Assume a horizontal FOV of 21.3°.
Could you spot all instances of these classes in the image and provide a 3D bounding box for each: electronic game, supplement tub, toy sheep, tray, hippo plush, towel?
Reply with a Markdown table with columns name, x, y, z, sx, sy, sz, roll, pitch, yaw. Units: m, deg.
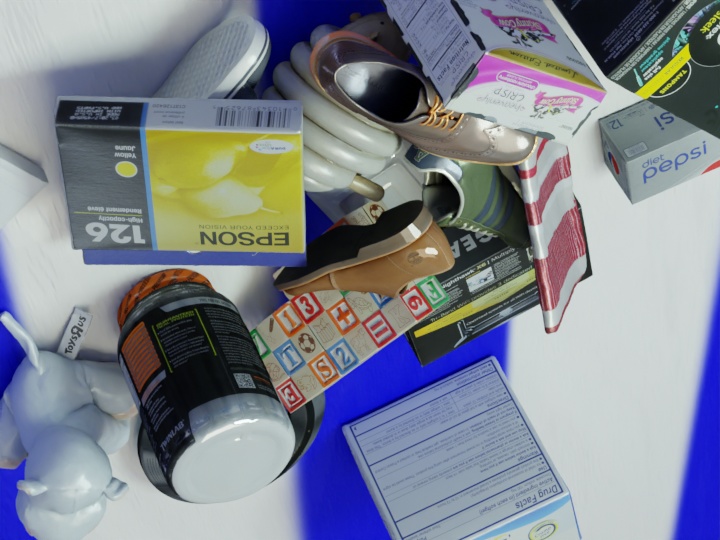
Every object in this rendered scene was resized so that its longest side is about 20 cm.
| name | x | y | z | sx | sy | sz | roll | pitch | yaw |
| --- | --- | --- | --- | --- | --- | --- | --- | --- | --- |
| electronic game | -0.128 | 0.156 | 1.922 | 0.200 | 0.042 | 0.200 | -16 | 132 | -18 |
| supplement tub | -0.146 | 0.101 | 1.726 | 0.122 | 0.200 | 0.123 | -16 | 140 | -14 |
| toy sheep | -0.020 | -0.130 | 1.603 | 0.138 | 0.138 | 0.200 | 22 | 104 | -43 |
| tray | 0.038 | -0.050 | 1.808 | 0.107 | 0.022 | 0.200 | -33 | 141 | 9 |
| hippo plush | -0.257 | 0.160 | 1.759 | 0.159 | 0.161 | 0.200 | -2 | 135 | -28 |
| towel | 0.166 | -0.063 | 1.666 | 0.023 | 0.144 | 0.200 | -4 | 111 | 18 |

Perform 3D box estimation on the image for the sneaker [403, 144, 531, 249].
| name | x | y | z | sx | sy | sz | roll | pitch | yaw |
| --- | --- | --- | --- | --- | --- | --- | --- | --- | --- |
| sneaker | 0.091 | -0.067 | 1.644 | 0.090 | 0.067 | 0.200 | -41 | 142 | -10 |

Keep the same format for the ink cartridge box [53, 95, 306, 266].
| name | x | y | z | sx | sy | sz | roll | pitch | yaw |
| --- | --- | --- | --- | --- | --- | --- | --- | --- | --- |
| ink cartridge box | -0.143 | -0.058 | 1.568 | 0.197 | 0.047 | 0.200 | 0 | 136 | 1 |

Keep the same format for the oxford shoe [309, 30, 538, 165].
| name | x | y | z | sx | sy | sz | roll | pitch | yaw |
| --- | --- | --- | --- | --- | --- | --- | --- | --- | --- |
| oxford shoe | 0.055 | -0.124 | 1.513 | 0.200 | 0.073 | 0.071 | 19 | 105 | -17 |

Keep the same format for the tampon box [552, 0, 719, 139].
| name | x | y | z | sx | sy | sz | roll | pitch | yaw |
| --- | --- | --- | --- | --- | --- | --- | --- | --- | --- |
| tampon box | 0.297 | -0.226 | 1.678 | 0.200 | 0.126 | 0.150 | 19 | 123 | -42 |

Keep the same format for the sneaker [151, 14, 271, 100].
| name | x | y | z | sx | sy | sz | roll | pitch | yaw |
| --- | --- | --- | --- | --- | --- | --- | --- | --- | --- |
| sneaker | -0.125 | -0.129 | 1.583 | 0.079 | 0.079 | 0.200 | 27 | 128 | -32 |

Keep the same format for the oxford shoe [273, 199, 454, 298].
| name | x | y | z | sx | sy | sz | roll | pitch | yaw |
| --- | --- | --- | --- | --- | --- | --- | --- | --- | --- |
| oxford shoe | 0.000 | 0.000 | 1.660 | 0.200 | 0.071 | 0.071 | -14 | 123 | 48 |

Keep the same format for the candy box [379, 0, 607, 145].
| name | x | y | z | sx | sy | sz | roll | pitch | yaw |
| --- | --- | --- | --- | --- | --- | --- | --- | --- | --- |
| candy box | 0.094 | -0.198 | 1.535 | 0.136 | 0.200 | 0.061 | 12 | 127 | -38 |

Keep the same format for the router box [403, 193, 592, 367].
| name | x | y | z | sx | sy | sz | roll | pitch | yaw |
| --- | --- | --- | --- | --- | --- | --- | --- | --- | --- |
| router box | 0.124 | 0.000 | 1.857 | 0.200 | 0.052 | 0.157 | -28 | 154 | -3 |

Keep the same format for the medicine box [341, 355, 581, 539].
| name | x | y | z | sx | sy | sz | roll | pitch | yaw |
| --- | --- | --- | --- | --- | --- | --- | --- | --- | --- |
| medicine box | 0.105 | 0.222 | 2.000 | 0.182 | 0.200 | 0.103 | -25 | 141 | -3 |

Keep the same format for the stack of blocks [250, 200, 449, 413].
| name | x | y | z | sx | sy | sz | roll | pitch | yaw |
| --- | --- | --- | --- | --- | --- | --- | --- | --- | --- |
| stack of blocks | -0.025 | 0.035 | 1.775 | 0.200 | 0.115 | 0.059 | -39 | 175 | 41 |

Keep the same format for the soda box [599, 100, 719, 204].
| name | x | y | z | sx | sy | sz | roll | pitch | yaw |
| --- | --- | --- | --- | --- | --- | --- | --- | --- | --- |
| soda box | 0.334 | -0.141 | 1.842 | 0.200 | 0.064 | 0.068 | -23 | 141 | -5 |

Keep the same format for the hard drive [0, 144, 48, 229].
| name | x | y | z | sx | sy | sz | roll | pitch | yaw |
| --- | --- | --- | --- | --- | --- | --- | --- | --- | --- |
| hard drive | -0.373 | -0.039 | 1.582 | 0.200 | 0.027 | 0.132 | -42 | 139 | 16 |
